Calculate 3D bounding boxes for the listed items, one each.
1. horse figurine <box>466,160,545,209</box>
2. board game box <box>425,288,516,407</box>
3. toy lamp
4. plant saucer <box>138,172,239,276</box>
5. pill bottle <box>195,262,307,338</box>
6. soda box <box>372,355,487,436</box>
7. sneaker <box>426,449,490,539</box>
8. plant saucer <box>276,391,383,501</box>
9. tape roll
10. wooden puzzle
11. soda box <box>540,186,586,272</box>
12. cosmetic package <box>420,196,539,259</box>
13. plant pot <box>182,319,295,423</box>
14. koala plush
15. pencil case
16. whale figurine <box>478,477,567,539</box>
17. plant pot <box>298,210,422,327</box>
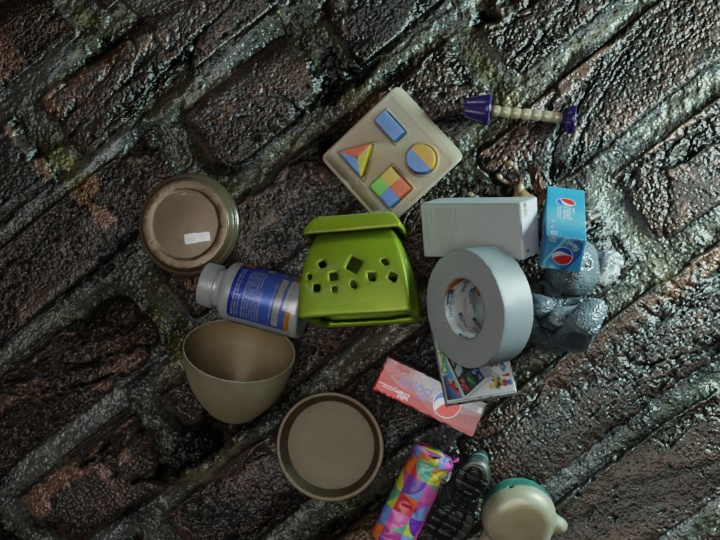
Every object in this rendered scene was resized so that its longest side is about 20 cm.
[{"bbox_3d":[0.259,-0.109,1.741,0.200,0.050,0.133,-36,77,9],"label":"horse figurine"},{"bbox_3d":[0.195,0.134,1.715,0.126,0.035,0.200,-9,70,0],"label":"board game box"},{"bbox_3d":[0.286,-0.284,1.739,0.200,0.058,0.058,8,90,5],"label":"toy lamp"},{"bbox_3d":[-0.330,-0.088,1.834,0.200,0.029,0.200,0,88,7],"label":"plant saucer"},{"bbox_3d":[-0.194,0.048,1.768,0.200,0.112,0.112,15,91,10],"label":"pill bottle"},{"bbox_3d":[0.126,0.226,1.744,0.200,0.063,0.070,25,91,8],"label":"soda box"},{"bbox_3d":[0.184,0.408,1.731,0.075,0.079,0.200,27,113,3],"label":"sneaker"},{"bbox_3d":[-0.055,0.324,1.777,0.200,0.029,0.200,0,88,9],"label":"plant saucer"},{"bbox_3d":[0.197,0.061,1.614,0.066,0.200,0.200,-8,87,-34],"label":"tape roll"},{"bbox_3d":[0.057,-0.211,1.773,0.200,0.046,0.185,-42,83,5],"label":"wooden puzzle"},{"bbox_3d":[0.347,-0.074,1.650,0.068,0.200,0.064,8,120,7],"label":"soda box"},{"bbox_3d":[0.208,-0.075,1.688,0.200,0.074,0.102,4,105,33],"label":"cosmetic package"},{"bbox_3d":[-0.224,0.197,1.746,0.200,0.200,0.135,13,119,8],"label":"plant pot"},{"bbox_3d":[0.357,0.030,1.686,0.177,0.184,0.200,16,70,20],"label":"koala plush"},{"bbox_3d":[0.096,0.408,1.734,0.088,0.088,0.200,28,95,8],"label":"pencil case"},{"bbox_3d":[0.286,0.458,1.712,0.159,0.104,0.200,-16,111,7],"label":"whale figurine"},{"bbox_3d":[0.000,0.000,1.706,0.200,0.199,0.182,-5,81,9],"label":"plant pot"}]
